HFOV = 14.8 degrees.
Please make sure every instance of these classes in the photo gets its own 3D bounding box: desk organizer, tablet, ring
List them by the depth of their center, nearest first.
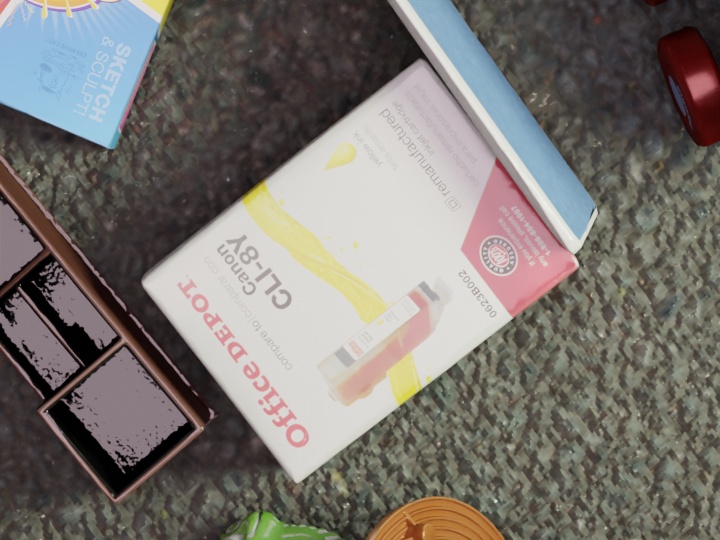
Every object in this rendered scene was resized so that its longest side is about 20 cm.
[{"bbox_3d":[0.050,0.223,1.502,0.019,0.200,0.202,-9,94,35],"label":"ring"},{"bbox_3d":[0.064,-0.100,1.505,0.014,0.130,0.200,-35,93,13],"label":"tablet"},{"bbox_3d":[-0.171,0.030,1.536,0.072,0.077,0.200,-40,93,2],"label":"desk organizer"}]

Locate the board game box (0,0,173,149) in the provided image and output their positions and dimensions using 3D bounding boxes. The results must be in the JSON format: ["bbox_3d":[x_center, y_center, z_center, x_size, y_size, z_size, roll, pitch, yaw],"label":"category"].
[{"bbox_3d":[-0.169,-0.188,1.542,0.152,0.040,0.201,22,93,-2],"label":"board game box"}]

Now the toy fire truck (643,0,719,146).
[{"bbox_3d":[0.211,-0.156,1.483,0.112,0.168,0.201,-21,93,1],"label":"toy fire truck"}]

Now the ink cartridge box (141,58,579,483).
[{"bbox_3d":[0.000,0.000,1.529,0.200,0.083,0.145,-38,92,4],"label":"ink cartridge box"}]

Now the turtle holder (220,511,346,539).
[{"bbox_3d":[-0.041,0.236,1.520,0.131,0.141,0.187,-8,104,19],"label":"turtle holder"}]
